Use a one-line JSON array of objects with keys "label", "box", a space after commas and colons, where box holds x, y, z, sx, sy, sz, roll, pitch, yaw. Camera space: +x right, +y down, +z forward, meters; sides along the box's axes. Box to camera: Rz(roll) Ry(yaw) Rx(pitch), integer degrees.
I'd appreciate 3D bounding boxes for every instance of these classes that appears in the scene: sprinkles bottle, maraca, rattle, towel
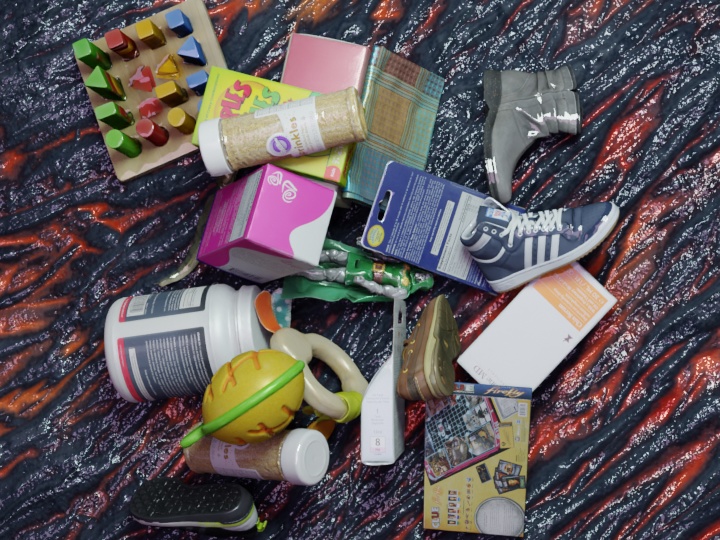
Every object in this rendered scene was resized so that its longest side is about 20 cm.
[{"label": "sprinkles bottle", "box": [-0.137, 0.236, 1.575, 0.198, 0.068, 0.069, -1, 85, 36]}, {"label": "maraca", "box": [-0.146, 0.165, 1.508, 0.199, 0.137, 0.108, -34, 88, 36]}, {"label": "sprinkles bottle", "box": [-0.093, -0.168, 1.467, 0.197, 0.068, 0.069, -13, 84, 8]}, {"label": "rattle", "box": [-0.094, 0.137, 1.611, 0.199, 0.131, 0.143, 39, 134, -6]}, {"label": "towel", "box": [0.044, -0.176, 1.596, 0.022, 0.146, 0.203, 10, 86, 43]}]

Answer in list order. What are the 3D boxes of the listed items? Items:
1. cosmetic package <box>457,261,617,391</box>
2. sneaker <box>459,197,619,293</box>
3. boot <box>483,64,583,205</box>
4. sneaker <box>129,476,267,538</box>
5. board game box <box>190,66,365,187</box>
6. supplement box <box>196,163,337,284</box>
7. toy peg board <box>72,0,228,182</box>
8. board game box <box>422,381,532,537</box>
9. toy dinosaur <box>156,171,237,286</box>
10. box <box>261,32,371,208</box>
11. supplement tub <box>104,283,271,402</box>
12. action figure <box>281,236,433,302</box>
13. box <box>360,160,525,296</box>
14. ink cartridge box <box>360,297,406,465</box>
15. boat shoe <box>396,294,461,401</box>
[{"label": "cosmetic package", "box": [0.228, 0.079, 1.580, 0.101, 0.071, 0.200, 43, 93, 8]}, {"label": "sneaker", "box": [0.216, -0.055, 1.518, 0.199, 0.070, 0.109, -30, 112, 31]}, {"label": "boot", "box": [0.225, -0.179, 1.581, 0.130, 0.070, 0.203, -1, 72, 8]}, {"label": "sneaker", "box": [-0.219, 0.331, 1.626, 0.198, 0.083, 0.072, 0, 44, 28]}, {"label": "board game box", "box": [-0.103, -0.180, 1.528, 0.198, 0.048, 0.103, 15, 89, 10]}, {"label": "supplement box", "box": [-0.122, -0.054, 1.547, 0.100, 0.199, 0.105, 21, 76, -22]}, {"label": "toy peg board", "box": [-0.284, -0.255, 1.663, 0.197, 0.098, 0.202, -22, 84, 6]}, {"label": "board game box", "box": [0.148, 0.242, 1.557, 0.134, 0.035, 0.202, 4, 112, 8]}, {"label": "toy dinosaur", "box": [-0.195, -0.049, 1.665, 0.088, 0.047, 0.202, 29, 93, 16]}, {"label": "box", "box": [-0.051, -0.195, 1.610, 0.108, 0.128, 0.203, 12, 89, 9]}, {"label": "supplement tub", "box": [-0.225, 0.094, 1.608, 0.197, 0.140, 0.142, -8, 85, 8]}, {"label": "action figure", "box": [0.000, 0.000, 1.615, 0.197, 0.055, 0.119, 9, 55, -4]}, {"label": "box", "box": [0.106, -0.057, 1.596, 0.198, 0.032, 0.123, 20, 89, -12]}, {"label": "ink cartridge box", "box": [0.030, 0.140, 1.557, 0.056, 0.163, 0.203, -4, 86, 7]}, {"label": "boat shoe", "box": [0.084, 0.096, 1.546, 0.067, 0.201, 0.073, -18, 114, 19]}]
